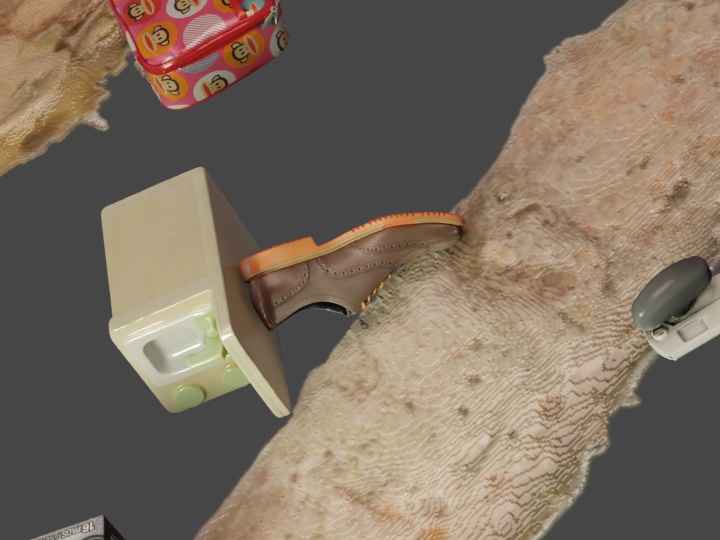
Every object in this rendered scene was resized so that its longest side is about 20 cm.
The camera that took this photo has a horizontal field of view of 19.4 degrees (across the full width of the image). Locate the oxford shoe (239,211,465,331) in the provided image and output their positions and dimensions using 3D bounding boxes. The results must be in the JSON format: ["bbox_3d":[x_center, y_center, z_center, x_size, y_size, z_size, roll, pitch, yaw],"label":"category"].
[{"bbox_3d":[0.000,0.000,1.810,0.199,0.071,0.073,-16,81,-8],"label":"oxford shoe"}]

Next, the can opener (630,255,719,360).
[{"bbox_3d":[0.306,-0.001,1.651,0.200,0.067,0.053,-32,46,2],"label":"can opener"}]

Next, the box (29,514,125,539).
[{"bbox_3d":[-0.261,0.298,1.661,0.199,0.132,0.115,-20,46,12],"label":"box"}]

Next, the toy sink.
[{"bbox_3d":[-0.146,0.037,1.816,0.112,0.130,0.201,-23,48,10],"label":"toy sink"}]

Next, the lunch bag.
[{"bbox_3d":[-0.154,-0.267,2.107,0.176,0.082,0.200,-28,47,-1],"label":"lunch bag"}]
